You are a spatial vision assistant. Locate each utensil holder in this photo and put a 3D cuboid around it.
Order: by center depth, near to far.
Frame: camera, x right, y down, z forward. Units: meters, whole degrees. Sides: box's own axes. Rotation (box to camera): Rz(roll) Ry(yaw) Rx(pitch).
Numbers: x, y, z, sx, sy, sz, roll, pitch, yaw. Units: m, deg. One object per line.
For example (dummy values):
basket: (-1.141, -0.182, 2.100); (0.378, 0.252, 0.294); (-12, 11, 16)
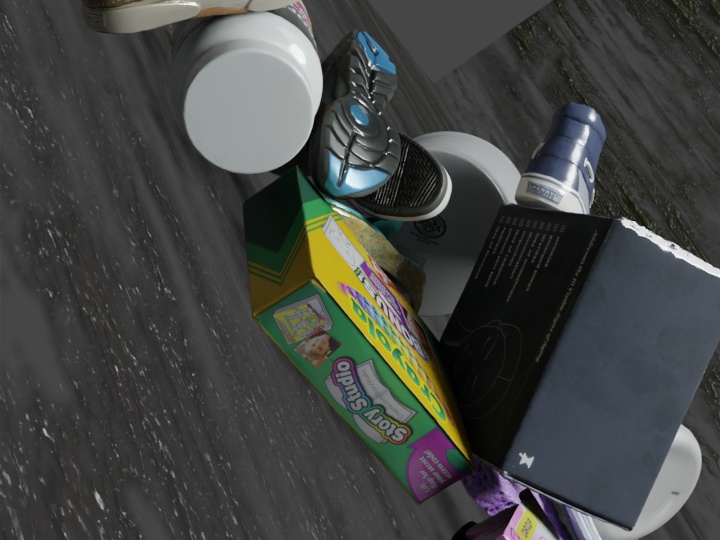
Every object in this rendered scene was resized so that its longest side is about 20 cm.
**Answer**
utensil holder: (0.077, -0.049, 1.344); (0.170, 0.170, 0.200); (56, 12, -1)

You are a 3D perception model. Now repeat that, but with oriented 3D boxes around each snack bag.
snack bag: (0.223, 0.275, 1.290); (0.200, 0.021, 0.189); (-107, 175, -66)

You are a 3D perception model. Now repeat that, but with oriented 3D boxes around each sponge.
sponge: (0.130, 0.189, 1.235); (0.200, 0.030, 0.112); (45, 15, -48)

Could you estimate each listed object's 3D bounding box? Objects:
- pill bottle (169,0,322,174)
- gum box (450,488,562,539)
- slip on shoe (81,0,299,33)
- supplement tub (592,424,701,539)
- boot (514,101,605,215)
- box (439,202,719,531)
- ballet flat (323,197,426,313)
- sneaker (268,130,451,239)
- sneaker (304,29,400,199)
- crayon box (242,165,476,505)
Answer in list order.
pill bottle: (-0.088, -0.154, 1.052); (0.116, 0.116, 0.200); (51, 11, -25)
gum box: (0.112, 0.225, 0.938); (0.114, 0.066, 0.200); (59, 10, 6)
slip on shoe: (-0.108, -0.220, 0.986); (0.076, 0.200, 0.061); (35, -46, 51)
supplement tub: (0.246, 0.172, 1.445); (0.145, 0.145, 0.200); (46, 2, -42)
boot: (0.180, -0.074, 1.185); (0.073, 0.090, 0.200); (24, -8, 10)
box: (0.155, 0.064, 1.046); (0.124, 0.200, 0.197); (26, -2, -17)
ballet flat: (0.000, 0.000, 1.155); (0.200, 0.071, 0.071); (36, 23, -57)
sneaker: (0.016, -0.064, 1.181); (0.200, 0.084, 0.121); (21, -11, 40)
sneaker: (-0.017, -0.110, 1.095); (0.073, 0.082, 0.200); (42, 30, -22)
crayon box: (-0.003, 0.044, 0.993); (0.200, 0.058, 0.173); (51, 12, -27)
